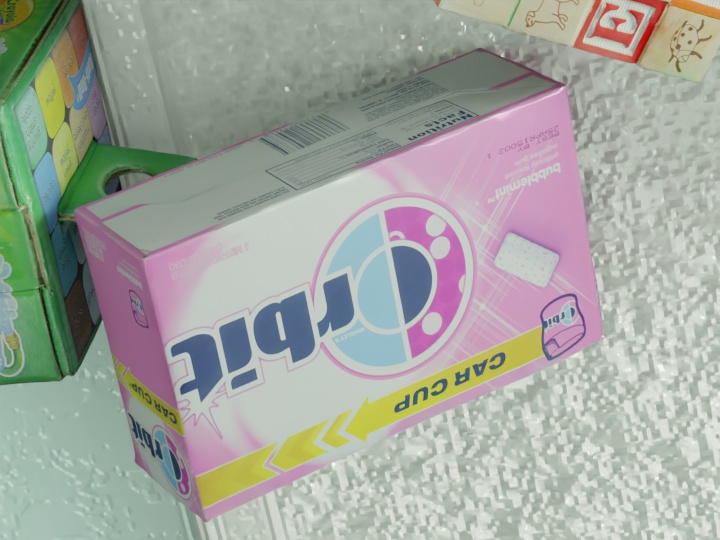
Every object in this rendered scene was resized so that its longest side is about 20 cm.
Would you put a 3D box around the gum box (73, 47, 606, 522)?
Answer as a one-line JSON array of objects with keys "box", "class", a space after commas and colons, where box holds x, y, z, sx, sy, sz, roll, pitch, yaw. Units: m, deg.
[{"box": [0.000, 0.000, 0.971, 0.199, 0.066, 0.114, -23, 119, -22], "class": "gum box"}]

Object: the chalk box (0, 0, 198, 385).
[{"box": [-0.167, -0.033, 0.999, 0.199, 0.125, 0.124, -6, 116, 11], "class": "chalk box"}]

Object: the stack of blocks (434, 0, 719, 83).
[{"box": [0.110, -0.178, 0.898, 0.115, 0.059, 0.201, 14, 120, -21], "class": "stack of blocks"}]
